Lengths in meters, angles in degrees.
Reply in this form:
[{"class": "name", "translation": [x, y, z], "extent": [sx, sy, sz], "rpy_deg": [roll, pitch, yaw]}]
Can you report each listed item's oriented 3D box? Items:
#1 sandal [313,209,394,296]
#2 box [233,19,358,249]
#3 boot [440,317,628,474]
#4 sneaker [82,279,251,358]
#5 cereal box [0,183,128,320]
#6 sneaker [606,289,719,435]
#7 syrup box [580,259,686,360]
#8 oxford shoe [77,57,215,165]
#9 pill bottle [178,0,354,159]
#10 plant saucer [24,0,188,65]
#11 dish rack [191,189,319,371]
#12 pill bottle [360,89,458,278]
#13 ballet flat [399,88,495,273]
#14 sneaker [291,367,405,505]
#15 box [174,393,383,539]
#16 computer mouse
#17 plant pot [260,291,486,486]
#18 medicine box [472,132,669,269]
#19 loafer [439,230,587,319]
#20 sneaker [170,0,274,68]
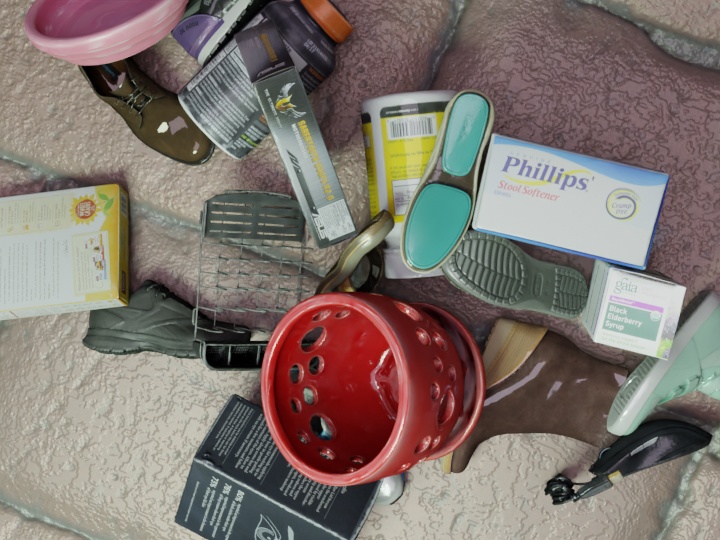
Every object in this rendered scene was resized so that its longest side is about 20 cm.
[{"class": "sandal", "translation": [0.000, 0.000, 1.427], "extent": [0.054, 0.200, 0.080], "rpy_deg": [39, 59, 0]}, {"class": "box", "translation": [-0.068, -0.143, 1.361], "extent": [0.048, 0.159, 0.201], "rpy_deg": [-21, 119, -1]}, {"class": "boot", "translation": [0.194, 0.167, 1.472], "extent": [0.166, 0.072, 0.201], "rpy_deg": [25, 93, 7]}, {"class": "sneaker", "translation": [-0.226, 0.057, 1.518], "extent": [0.199, 0.076, 0.091], "rpy_deg": [4, 85, 3]}, {"class": "cereal box", "translation": [-0.371, -0.020, 1.521], "extent": [0.199, 0.040, 0.145], "rpy_deg": [-6, 71, 9]}, {"class": "sneaker", "translation": [0.366, 0.130, 1.426], "extent": [0.118, 0.074, 0.200], "rpy_deg": [44, 76, -1]}, {"class": "syrup box", "translation": [0.287, 0.037, 1.386], "extent": [0.078, 0.200, 0.082], "rpy_deg": [13, 96, 5]}, {"class": "oxford shoe", "translation": [-0.254, -0.191, 1.494], "extent": [0.200, 0.084, 0.073], "rpy_deg": [39, 96, 1]}, {"class": "pill bottle", "translation": [-0.101, -0.228, 1.461], "extent": [0.200, 0.106, 0.106], "rpy_deg": [-43, 89, 8]}, {"class": "plant saucer", "translation": [-0.274, -0.292, 1.453], "extent": [0.200, 0.201, 0.051], "rpy_deg": [-16, 129, 8]}, {"class": "dish rack", "translation": [-0.116, 0.010, 1.471], "extent": [0.153, 0.054, 0.201], "rpy_deg": [2, 95, -35]}, {"class": "pill bottle", "translation": [0.064, -0.095, 1.447], "extent": [0.114, 0.114, 0.201], "rpy_deg": [-5, 94, 7]}, {"class": "ballet flat", "translation": [0.091, -0.092, 1.362], "extent": [0.069, 0.069, 0.201], "rpy_deg": [22, 89, 5]}, {"class": "sneaker", "translation": [-0.029, 0.199, 1.496], "extent": [0.075, 0.087, 0.200], "rpy_deg": [-45, 90, 7]}, {"class": "box", "translation": [-0.093, 0.257, 1.466], "extent": [0.199, 0.105, 0.148], "rpy_deg": [27, 138, 3]}, {"class": "computer mouse", "translation": [0.290, 0.204, 1.432], "extent": [0.199, 0.140, 0.046], "rpy_deg": [-21, 84, 8]}, {"class": "plant pot", "translation": [0.020, 0.123, 1.400], "extent": [0.200, 0.182, 0.202], "rpy_deg": [-1, 88, 35]}, {"class": "medicine box", "translation": [0.218, -0.076, 1.386], "extent": [0.181, 0.200, 0.103], "rpy_deg": [13, 96, 6]}, {"class": "loafer", "translation": [0.158, 0.011, 1.427], "extent": [0.199, 0.070, 0.076], "rpy_deg": [22, 77, -30]}, {"class": "sneaker", "translation": [-0.142, -0.330, 1.476], "extent": [0.088, 0.076, 0.200], "rpy_deg": [44, 98, 8]}]
